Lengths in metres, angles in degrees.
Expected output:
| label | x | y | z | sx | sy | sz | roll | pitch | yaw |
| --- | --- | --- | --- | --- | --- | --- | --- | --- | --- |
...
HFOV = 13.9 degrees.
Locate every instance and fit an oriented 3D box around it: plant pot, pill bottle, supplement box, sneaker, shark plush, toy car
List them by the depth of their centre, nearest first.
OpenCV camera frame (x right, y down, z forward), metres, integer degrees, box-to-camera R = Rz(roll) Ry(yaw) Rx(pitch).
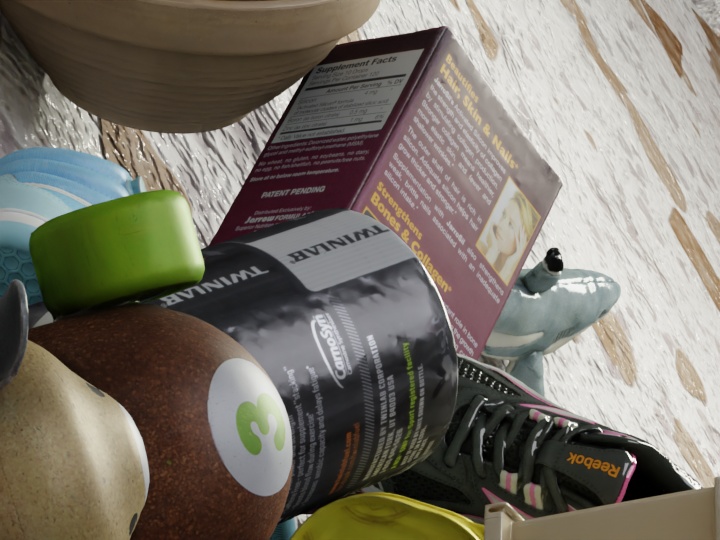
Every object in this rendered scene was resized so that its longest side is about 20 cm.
| label | x | y | z | sx | sy | sz | roll | pitch | yaw |
| --- | --- | --- | --- | --- | --- | --- | --- | --- | --- |
| toy car | -0.090 | 0.061 | 0.876 | 0.200 | 0.157 | 0.165 | 140 | -66 | -80 |
| pill bottle | -0.068 | 0.051 | 1.061 | 0.200 | 0.106 | 0.106 | -19 | 77 | -40 |
| sneaker | -0.090 | 0.030 | 1.200 | 0.200 | 0.079 | 0.131 | 54 | 18 | -24 |
| sneaker | 0.084 | 0.084 | 1.252 | 0.200 | 0.081 | 0.086 | 23 | -18 | -6 |
| supplement box | 0.000 | 0.000 | 1.349 | 0.110 | 0.085 | 0.200 | 50 | 52 | -33 |
| plant pot | -0.092 | -0.127 | 1.378 | 0.200 | 0.093 | 0.201 | 10 | 29 | -6 |
| shark plush | 0.091 | 0.004 | 1.809 | 0.200 | 0.083 | 0.091 | 39 | 26 | -53 |

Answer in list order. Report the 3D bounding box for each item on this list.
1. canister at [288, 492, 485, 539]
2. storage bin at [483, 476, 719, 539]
| label | x | y | z | sx | sy | sz | roll | pitch | yaw |
| --- | --- | --- | --- | --- | --- | --- | --- | --- | --- |
| canister | 0.018 | 0.165 | 1.147 | 0.200 | 0.086 | 0.149 | 31 | 75 | -77 |
| storage bin | 0.127 | 0.206 | 1.048 | 0.200 | 0.093 | 0.199 | 45 | 40 | -47 |
